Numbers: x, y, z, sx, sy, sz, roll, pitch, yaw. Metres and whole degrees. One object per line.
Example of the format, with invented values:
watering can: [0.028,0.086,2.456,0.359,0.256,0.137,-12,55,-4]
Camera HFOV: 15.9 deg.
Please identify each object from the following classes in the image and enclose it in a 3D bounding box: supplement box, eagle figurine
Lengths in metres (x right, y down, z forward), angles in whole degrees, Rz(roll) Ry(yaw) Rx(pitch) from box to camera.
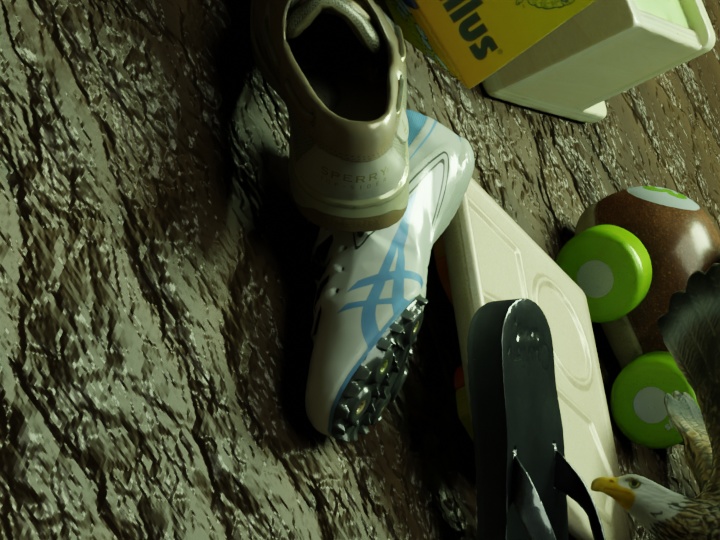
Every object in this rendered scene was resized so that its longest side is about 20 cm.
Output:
supplement box: [0.040,-0.184,1.272,0.109,0.109,0.200,56,-3,-23]
eagle figurine: [0.190,0.118,1.304,0.151,0.151,0.201,41,51,-24]

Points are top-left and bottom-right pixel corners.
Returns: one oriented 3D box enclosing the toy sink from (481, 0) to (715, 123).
toy sink: [0.139,-0.179,1.595,0.200,0.111,0.131,8,61,-66]

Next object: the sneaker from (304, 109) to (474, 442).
sneaker: [0.000,0.000,1.160,0.072,0.072,0.201,18,42,1]

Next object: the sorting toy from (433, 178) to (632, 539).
sorting toy: [0.085,0.052,1.337,0.200,0.036,0.186,48,28,-49]

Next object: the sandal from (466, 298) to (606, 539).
sandal: [0.085,0.114,1.194,0.076,0.043,0.202,-16,99,-61]

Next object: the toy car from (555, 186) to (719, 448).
toy car: [0.239,0.001,1.521,0.159,0.199,0.164,66,21,0]

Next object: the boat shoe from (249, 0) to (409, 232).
boat shoe: [-0.011,-0.103,1.174,0.201,0.072,0.065,-99,-170,-49]
